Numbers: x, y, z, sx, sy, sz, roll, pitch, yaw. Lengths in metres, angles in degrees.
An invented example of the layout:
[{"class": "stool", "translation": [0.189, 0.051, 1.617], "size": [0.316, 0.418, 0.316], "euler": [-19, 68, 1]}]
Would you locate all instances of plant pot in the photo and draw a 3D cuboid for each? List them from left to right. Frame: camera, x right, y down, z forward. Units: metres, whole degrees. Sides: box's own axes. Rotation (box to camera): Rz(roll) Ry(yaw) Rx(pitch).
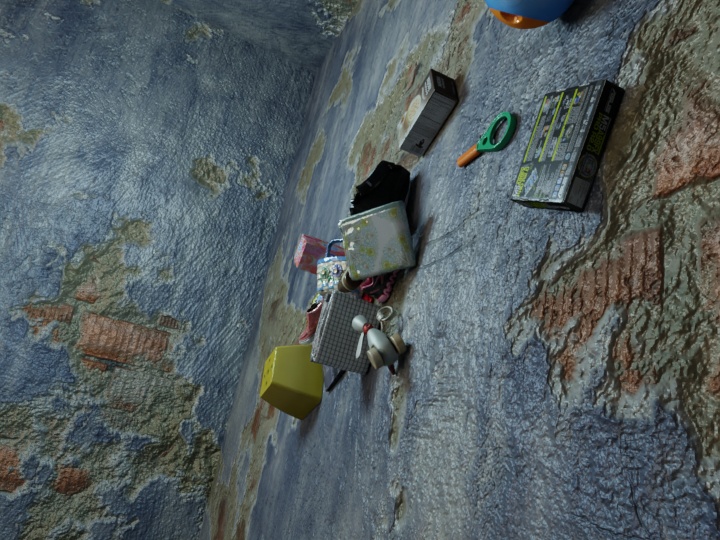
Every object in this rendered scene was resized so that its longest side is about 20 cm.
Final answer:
[{"class": "plant pot", "translation": [-0.241, 0.371, 1.884], "size": [0.200, 0.173, 0.204], "euler": [-50, 28, 47]}]

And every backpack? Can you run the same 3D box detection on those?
[{"class": "backpack", "translation": [0.063, -0.211, 1.552], "size": [0.203, 0.164, 0.127], "euler": [-66, 6, -28]}]

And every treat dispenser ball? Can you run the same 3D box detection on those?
[{"class": "treat dispenser ball", "translation": [0.328, -0.574, 1.040], "size": [0.202, 0.197, 0.204], "euler": [126, 154, -42]}]

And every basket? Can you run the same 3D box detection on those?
[{"class": "basket", "translation": [-0.047, -0.011, 1.686], "size": [0.173, 0.139, 0.204], "euler": [-9, 55, 37]}]

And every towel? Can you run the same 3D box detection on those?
[{"class": "towel", "translation": [-0.042, 0.172, 1.511], "size": [0.085, 0.162, 0.205], "euler": [157, 129, -73]}, {"class": "towel", "translation": [0.042, -0.075, 1.440], "size": [0.196, 0.048, 0.176], "euler": [-15, 86, 26]}]

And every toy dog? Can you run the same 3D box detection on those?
[{"class": "toy dog", "translation": [0.046, 0.189, 1.358], "size": [0.201, 0.129, 0.098], "euler": [-101, -5, -62]}]

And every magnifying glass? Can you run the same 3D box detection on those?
[{"class": "magnifying glass", "translation": [0.278, -0.283, 1.215], "size": [0.199, 0.022, 0.082], "euler": [-31, 46, 61]}]

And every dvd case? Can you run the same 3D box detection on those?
[{"class": "dvd case", "translation": [-0.097, 0.261, 1.746], "size": [0.150, 0.016, 0.204], "euler": [121, 147, -44]}]

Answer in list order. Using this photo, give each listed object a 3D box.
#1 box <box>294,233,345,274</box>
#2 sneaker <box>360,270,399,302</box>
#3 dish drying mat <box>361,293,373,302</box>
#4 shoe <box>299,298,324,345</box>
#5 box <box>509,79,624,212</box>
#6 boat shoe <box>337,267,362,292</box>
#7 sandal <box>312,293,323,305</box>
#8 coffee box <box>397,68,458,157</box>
[{"class": "box", "translation": [-0.118, -0.037, 1.849], "size": [0.097, 0.196, 0.103], "euler": [-66, 19, 16]}, {"class": "sneaker", "translation": [0.059, -0.017, 1.492], "size": [0.079, 0.093, 0.204], "euler": [-136, 66, -71]}, {"class": "dish drying mat", "translation": [-0.012, 0.164, 1.651], "size": [0.077, 0.018, 0.204], "euler": [-126, 55, -68]}, {"class": "shoe", "translation": [-0.163, 0.175, 1.870], "size": [0.199, 0.091, 0.072], "euler": [-38, 17, 28]}, {"class": "box", "translation": [0.343, -0.207, 0.923], "size": [0.160, 0.043, 0.205], "euler": [-153, 81, -72]}, {"class": "boat shoe", "translation": [-0.004, -0.005, 1.579], "size": [0.202, 0.075, 0.075], "euler": [-41, 1, -43]}, {"class": "sandal", "translation": [-0.118, 0.104, 1.913], "size": [0.087, 0.078, 0.205], "euler": [-148, 70, -66]}, {"class": "coffee box", "translation": [0.183, -0.438, 1.522], "size": [0.116, 0.078, 0.201], "euler": [-91, 26, -43]}]
